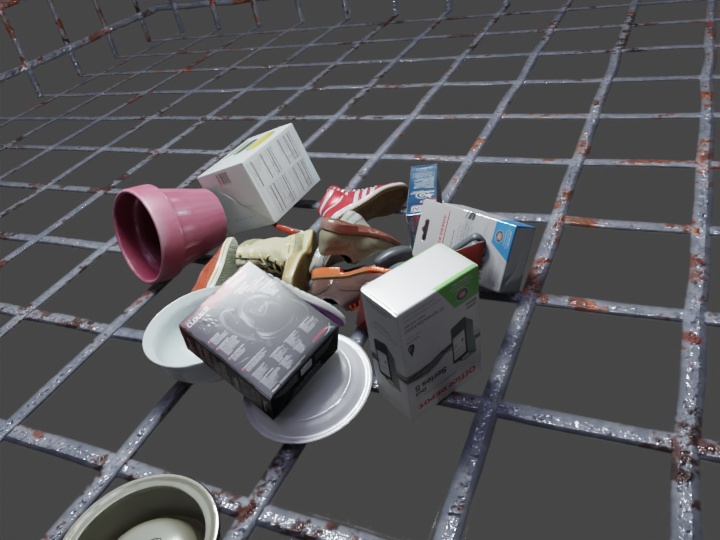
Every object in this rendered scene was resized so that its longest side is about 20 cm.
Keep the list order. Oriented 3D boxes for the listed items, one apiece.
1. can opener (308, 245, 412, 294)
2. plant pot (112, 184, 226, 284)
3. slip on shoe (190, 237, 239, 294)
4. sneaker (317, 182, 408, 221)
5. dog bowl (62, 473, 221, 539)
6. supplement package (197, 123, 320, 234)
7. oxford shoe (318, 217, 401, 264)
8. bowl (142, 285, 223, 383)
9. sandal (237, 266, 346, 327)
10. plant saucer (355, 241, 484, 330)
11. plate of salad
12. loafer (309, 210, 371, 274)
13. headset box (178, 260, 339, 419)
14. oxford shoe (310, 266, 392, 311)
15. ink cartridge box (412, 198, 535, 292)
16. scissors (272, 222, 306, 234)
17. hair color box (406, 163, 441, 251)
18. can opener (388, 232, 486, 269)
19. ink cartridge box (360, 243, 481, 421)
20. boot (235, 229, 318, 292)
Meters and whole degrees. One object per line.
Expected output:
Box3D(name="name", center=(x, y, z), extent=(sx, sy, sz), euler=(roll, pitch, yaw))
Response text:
Box3D(name="can opener", center=(0.000, 0.000, 1.168), extent=(0.198, 0.067, 0.053), euler=(-15, 33, -4))
Box3D(name="plant pot", center=(-0.388, -0.090, 1.335), extent=(0.199, 0.202, 0.178), euler=(20, 30, 39))
Box3D(name="slip on shoe", center=(-0.282, 0.003, 1.257), extent=(0.061, 0.074, 0.201), euler=(-5, 39, 16))
Box3D(name="sneaker", center=(0.001, -0.154, 1.389), extent=(0.199, 0.072, 0.112), euler=(-27, 39, -16))
Box3D(name="dog bowl", center=(-0.251, 0.343, 0.746), extent=(0.198, 0.074, 0.201), euler=(-9, 33, 6))
Box3D(name="supplement package", center=(-0.224, -0.206, 1.435), extent=(0.151, 0.151, 0.200), euler=(-9, 29, 37))
Box3D(name="oxford shoe", center=(-0.004, -0.048, 1.201), extent=(0.199, 0.074, 0.071), euler=(11, 9, -41))
Box3D(name="bowl", center=(-0.248, 0.120, 1.054), extent=(0.199, 0.091, 0.202), euler=(-8, 35, 6))
Box3D(name="sandal", center=(-0.120, 0.058, 1.065), extent=(0.050, 0.202, 0.082), euler=(-67, 14, -20))
Box3D(name="plant saucer", center=(0.094, 0.038, 1.010), extent=(0.198, 0.200, 0.037), euler=(-19, 71, -11))
Box3D(name="plate of salad", center=(-0.078, 0.175, 0.957), extent=(0.198, 0.048, 0.201), euler=(-9, 44, 9))
Box3D(name="loafer", center=(-0.035, -0.049, 1.244), extent=(0.069, 0.070, 0.200), euler=(32, 44, 4))
Box3D(name="headset box", center=(-0.153, 0.092, 0.934), extent=(0.199, 0.078, 0.149), euler=(33, 59, 19))
Box3D(name="oxford shoe", center=(0.004, 0.036, 1.084), extent=(0.198, 0.071, 0.073), euler=(-2, 71, 29))
Box3D(name="ink cartridge box", center=(0.193, -0.048, 1.120), extent=(0.067, 0.117, 0.199), euler=(-1, 19, -45))
Box3D(name="scissors", center=(-0.185, -0.100, 1.389), extent=(0.199, 0.014, 0.073), euler=(22, 10, 40))
Box3D(name="hair color box", center=(0.130, -0.123, 1.275), extent=(0.060, 0.101, 0.201), euler=(-6, 34, 11))
Box3D(name="can opener", center=(0.122, -0.004, 1.082), extent=(0.199, 0.067, 0.053), euler=(-30, 23, 30))
Box3D(name="ink cartridge box", center=(0.091, 0.087, 0.893), extent=(0.145, 0.201, 0.084), euler=(-30, 40, -24))
Box3D(name="boot", center=(-0.169, -0.011, 1.234), extent=(0.154, 0.073, 0.201), euler=(-5, 33, 10))
